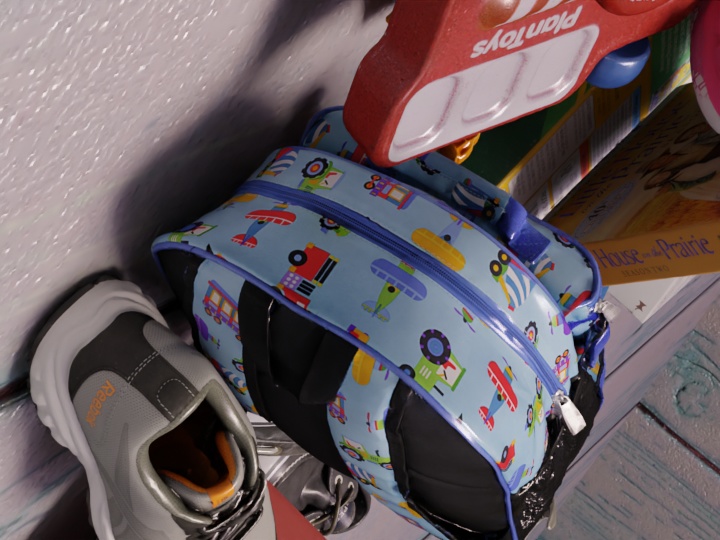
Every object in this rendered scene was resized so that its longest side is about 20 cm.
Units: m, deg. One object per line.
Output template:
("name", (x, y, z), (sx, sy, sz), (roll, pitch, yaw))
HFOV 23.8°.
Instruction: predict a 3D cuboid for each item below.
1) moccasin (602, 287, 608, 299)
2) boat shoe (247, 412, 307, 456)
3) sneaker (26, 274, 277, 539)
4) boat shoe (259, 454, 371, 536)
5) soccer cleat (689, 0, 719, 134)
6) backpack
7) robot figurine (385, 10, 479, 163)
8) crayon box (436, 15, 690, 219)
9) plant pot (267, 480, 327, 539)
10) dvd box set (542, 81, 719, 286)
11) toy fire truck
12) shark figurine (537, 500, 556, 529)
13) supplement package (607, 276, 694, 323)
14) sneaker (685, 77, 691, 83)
("moccasin", (0.105, -0.022, 1.045), (0.081, 0.068, 0.200), (-62, 152, -10))
("boat shoe", (-0.015, 0.058, 0.893), (0.199, 0.073, 0.071), (5, 148, -43))
("sneaker", (-0.072, 0.090, 0.706), (0.074, 0.079, 0.201), (-45, 145, -18))
("boat shoe", (-0.030, 0.142, 1.095), (0.070, 0.066, 0.200), (-49, 166, -6))
("soccer cleat", (0.179, -0.125, 0.757), (0.086, 0.069, 0.201), (123, -14, -60))
("backpack", (0.012, 0.017, 0.699), (0.135, 0.182, 0.200), (-55, 160, -12))
("robot figurine", (0.088, -0.142, 0.758), (0.200, 0.058, 0.145), (-46, 166, -16))
("crayon box", (0.119, -0.100, 0.886), (0.200, 0.052, 0.126), (-45, 162, -6))
("plant pot", (-0.069, 0.204, 0.849), (0.200, 0.178, 0.200), (-34, 172, -6))
("dvd box set", (0.169, -0.051, 0.802), (0.146, 0.029, 0.200), (-43, -168, -19))
("toy fire truck", (0.090, -0.127, 0.640), (0.199, 0.112, 0.168), (-24, 152, -36))
("shark figurine", (0.047, 0.080, 1.073), (0.089, 0.214, 0.129), (-26, -149, 34))
("supplement package", (0.246, -0.066, 1.324), (0.200, 0.114, 0.110), (-34, 160, -49))
("sneaker", (0.181, -0.121, 1.012), (0.200, 0.081, 0.076), (-42, -168, -12))
